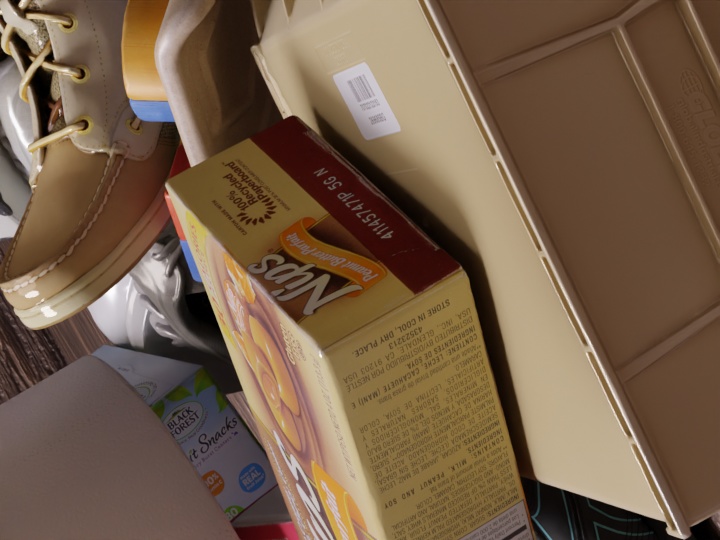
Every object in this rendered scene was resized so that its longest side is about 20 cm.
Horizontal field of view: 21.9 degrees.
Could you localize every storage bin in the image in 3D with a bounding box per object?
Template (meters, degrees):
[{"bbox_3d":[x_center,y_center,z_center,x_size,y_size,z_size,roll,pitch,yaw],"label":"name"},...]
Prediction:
[{"bbox_3d":[0.057,-0.034,0.577,0.199,0.093,0.200,64,167,-7],"label":"storage bin"}]

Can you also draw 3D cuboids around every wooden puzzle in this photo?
[{"bbox_3d":[-0.049,-0.090,0.740,0.200,0.046,0.186,82,-164,-50],"label":"wooden puzzle"}]

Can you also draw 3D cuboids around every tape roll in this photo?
[{"bbox_3d":[-0.130,0.158,0.822,0.203,0.139,0.203,51,160,27],"label":"tape roll"}]

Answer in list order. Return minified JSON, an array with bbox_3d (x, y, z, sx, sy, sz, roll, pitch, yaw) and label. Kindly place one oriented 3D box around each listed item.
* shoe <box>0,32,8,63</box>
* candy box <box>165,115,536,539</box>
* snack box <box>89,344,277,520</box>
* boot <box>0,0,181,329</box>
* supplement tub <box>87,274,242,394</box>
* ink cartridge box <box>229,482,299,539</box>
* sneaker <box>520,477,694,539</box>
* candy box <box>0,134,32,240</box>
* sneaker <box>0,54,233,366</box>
[{"bbox_3d":[-0.172,-0.134,0.860,0.053,0.070,0.200,40,-160,10],"label":"shoe"},{"bbox_3d":[0.006,0.060,0.627,0.115,0.055,0.201,46,159,49],"label":"candy box"},{"bbox_3d":[-0.087,0.112,0.963,0.142,0.053,0.200,54,163,-14],"label":"snack box"},{"bbox_3d":[-0.130,-0.091,0.751,0.073,0.201,0.156,-13,131,37],"label":"boot"},{"bbox_3d":[-0.110,-0.035,1.070,0.200,0.144,0.145,49,161,42],"label":"supplement tub"},{"bbox_3d":[0.051,0.160,0.820,0.083,0.145,0.201,-15,104,44],"label":"ink cartridge box"},{"bbox_3d":[0.077,0.097,0.749,0.201,0.079,0.075,61,162,-2],"label":"sneaker"},{"bbox_3d":[-0.212,-0.127,0.908,0.136,0.061,0.201,47,-144,-50],"label":"candy box"},{"bbox_3d":[-0.101,-0.030,0.896,0.200,0.075,0.081,52,174,-31],"label":"sneaker"}]
